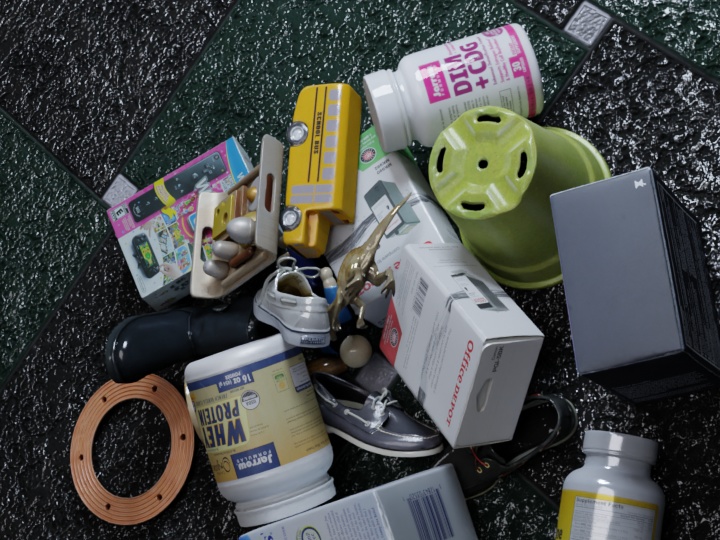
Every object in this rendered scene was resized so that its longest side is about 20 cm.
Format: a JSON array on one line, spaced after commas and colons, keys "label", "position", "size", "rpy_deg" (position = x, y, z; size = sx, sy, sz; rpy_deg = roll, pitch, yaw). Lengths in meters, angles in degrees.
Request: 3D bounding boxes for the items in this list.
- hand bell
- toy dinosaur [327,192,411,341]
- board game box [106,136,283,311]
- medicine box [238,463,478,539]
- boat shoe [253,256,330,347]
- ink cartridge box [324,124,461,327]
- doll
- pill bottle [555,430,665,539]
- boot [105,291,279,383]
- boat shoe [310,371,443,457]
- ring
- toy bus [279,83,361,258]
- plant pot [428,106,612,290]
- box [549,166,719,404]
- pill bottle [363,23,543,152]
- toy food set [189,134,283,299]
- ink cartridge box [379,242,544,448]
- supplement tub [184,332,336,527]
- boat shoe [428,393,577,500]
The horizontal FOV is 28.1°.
[{"label": "hand bell", "position": [-0.110, 0.146, 1.804], "size": [0.198, 0.104, 0.105], "rpy_deg": [-16, 69, 9]}, {"label": "toy dinosaur", "position": [0.000, 0.000, 1.660], "size": [0.201, 0.058, 0.101], "rpy_deg": [-60, 26, 15]}, {"label": "board game box", "position": [-0.216, -0.061, 1.891], "size": [0.199, 0.064, 0.149], "rpy_deg": [-29, 65, 4]}, {"label": "medicine box", "position": [0.000, 0.303, 1.611], "size": [0.199, 0.182, 0.104], "rpy_deg": [-24, 80, 30]}, {"label": "boat shoe", "position": [-0.080, 0.026, 1.693], "size": [0.074, 0.202, 0.087], "rpy_deg": [2, 101, -15]}, {"label": "ink cartridge box", "position": [0.025, -0.054, 1.772], "size": [0.145, 0.084, 0.201], "rpy_deg": [-35, 63, 13]}, {"label": "doll", "position": [-0.045, 0.039, 1.775], "size": [0.048, 0.137, 0.201], "rpy_deg": [-17, 55, -21]}, {"label": "pill bottle", "position": [0.266, 0.279, 1.543], "size": [0.111, 0.112, 0.202], "rpy_deg": [5, 78, 28]}, {"label": "boot", "position": [-0.202, 0.081, 1.799], "size": [0.166, 0.200, 0.077], "rpy_deg": [-6, 101, 28]}, {"label": "boat shoe", "position": [0.012, 0.171, 1.719], "size": [0.198, 0.072, 0.064], "rpy_deg": [14, 107, 34]}, {"label": "ring", "position": [-0.300, 0.236, 1.903], "size": [0.198, 0.019, 0.203], "rpy_deg": [-7, 74, 25]}, {"label": "toy bus", "position": [-0.047, -0.120, 1.739], "size": [0.077, 0.065, 0.202], "rpy_deg": [-2, 73, 19]}, {"label": "plant pot", "position": [0.172, -0.097, 1.651], "size": [0.198, 0.184, 0.203], "rpy_deg": [-7, 73, 25]}, {"label": "box", "position": [0.300, 0.021, 1.545], "size": [0.122, 0.198, 0.202], "rpy_deg": [-15, 70, 23]}, {"label": "pill bottle", "position": [0.110, -0.214, 1.717], "size": [0.198, 0.114, 0.114], "rpy_deg": [-17, 67, -3]}, {"label": "toy food set", "position": [-0.157, -0.063, 1.754], "size": [0.200, 0.060, 0.145], "rpy_deg": [-31, 52, 54]}, {"label": "ink cartridge box", "position": [0.111, 0.081, 1.626], "size": [0.200, 0.082, 0.148], "rpy_deg": [52, 137, 48]}, {"label": "supplement tub", "position": [-0.115, 0.187, 1.697], "size": [0.143, 0.144, 0.202], "rpy_deg": [-18, 89, 22]}, {"label": "boat shoe", "position": [0.153, 0.202, 1.652], "size": [0.200, 0.063, 0.074], "rpy_deg": [-32, 67, 18]}]
